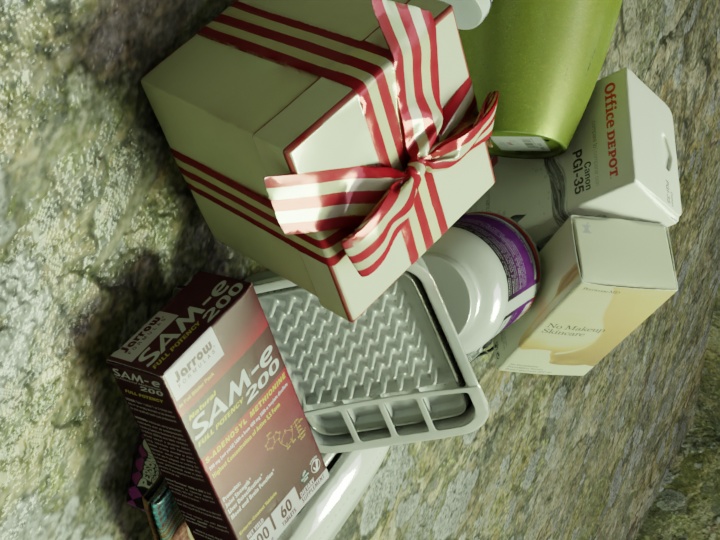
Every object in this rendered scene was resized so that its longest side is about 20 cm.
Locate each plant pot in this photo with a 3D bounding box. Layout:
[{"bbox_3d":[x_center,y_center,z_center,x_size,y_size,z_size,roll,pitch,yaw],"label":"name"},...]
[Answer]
[{"bbox_3d":[0.156,-0.214,1.194,0.187,0.186,0.202,29,66,-66],"label":"plant pot"}]

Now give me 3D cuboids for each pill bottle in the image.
[{"bbox_3d":[0.087,0.011,1.121,0.200,0.112,0.113,-21,125,-68],"label":"pill bottle"}]

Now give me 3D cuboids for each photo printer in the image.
[{"bbox_3d":[-0.041,0.207,1.162,0.167,0.069,0.200,-53,172,-20],"label":"photo printer"}]

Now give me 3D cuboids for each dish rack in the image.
[{"bbox_3d":[0.001,0.060,1.007,0.044,0.170,0.201,-81,153,-45],"label":"dish rack"}]

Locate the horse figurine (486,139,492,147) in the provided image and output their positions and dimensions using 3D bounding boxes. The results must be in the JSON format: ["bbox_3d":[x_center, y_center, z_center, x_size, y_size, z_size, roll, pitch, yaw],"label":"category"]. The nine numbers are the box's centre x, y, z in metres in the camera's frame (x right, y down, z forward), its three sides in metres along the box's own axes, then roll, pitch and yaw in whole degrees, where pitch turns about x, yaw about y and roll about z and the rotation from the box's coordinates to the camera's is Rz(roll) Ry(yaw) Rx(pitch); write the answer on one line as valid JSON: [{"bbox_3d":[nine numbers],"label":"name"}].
[{"bbox_3d":[0.015,-0.078,1.093,0.050,0.199,0.133,53,46,-17],"label":"horse figurine"}]

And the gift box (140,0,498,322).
[{"bbox_3d":[-0.027,-0.097,0.881,0.185,0.186,0.201,-47,141,-19],"label":"gift box"}]

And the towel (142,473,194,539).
[{"bbox_3d":[-0.104,0.159,1.059,0.200,0.022,0.147,-52,151,-35],"label":"towel"}]

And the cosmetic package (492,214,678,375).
[{"bbox_3d":[0.209,0.029,1.223,0.200,0.104,0.072,120,-30,-58],"label":"cosmetic package"}]

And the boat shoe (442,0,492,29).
[{"bbox_3d":[0.041,-0.282,1.009,0.200,0.072,0.066,40,63,-22],"label":"boat shoe"}]

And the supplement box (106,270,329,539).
[{"bbox_3d":[-0.101,0.114,0.956,0.109,0.061,0.201,-47,132,-35],"label":"supplement box"}]

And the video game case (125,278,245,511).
[{"bbox_3d":[-0.110,0.096,1.070,0.200,0.036,0.183,-6,113,-65],"label":"video game case"}]

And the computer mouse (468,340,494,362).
[{"bbox_3d":[0.090,0.081,1.277,0.110,0.044,0.200,-40,169,-1],"label":"computer mouse"}]

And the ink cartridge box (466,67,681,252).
[{"bbox_3d":[0.202,-0.089,1.246,0.083,0.199,0.147,34,46,-37],"label":"ink cartridge box"}]
